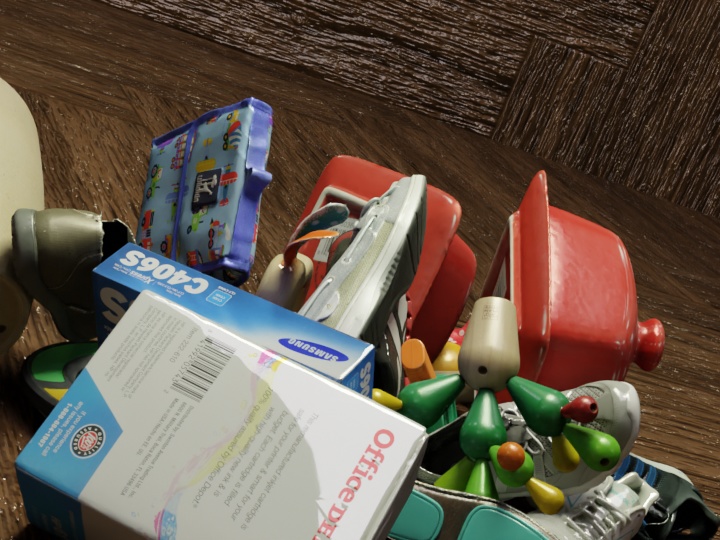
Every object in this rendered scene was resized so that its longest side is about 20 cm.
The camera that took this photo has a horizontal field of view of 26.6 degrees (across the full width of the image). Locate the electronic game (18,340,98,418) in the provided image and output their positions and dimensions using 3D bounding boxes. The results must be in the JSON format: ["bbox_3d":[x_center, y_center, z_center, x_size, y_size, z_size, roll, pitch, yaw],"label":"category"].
[{"bbox_3d":[-0.147,0.094,1.105,0.200,0.042,0.200,14,13,-3],"label":"electronic game"}]

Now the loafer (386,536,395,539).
[{"bbox_3d":[-0.015,0.174,0.976,0.200,0.071,0.073,23,14,1],"label":"loafer"}]

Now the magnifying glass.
[{"bbox_3d":[0.058,0.104,1.221,0.022,0.080,0.200,-6,-26,11],"label":"magnifying glass"}]

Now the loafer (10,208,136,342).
[{"bbox_3d":[-0.192,0.004,1.100,0.070,0.075,0.200,-7,-13,3],"label":"loafer"}]

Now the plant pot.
[{"bbox_3d":[-0.309,-0.026,1.112,0.187,0.187,0.200,13,31,-33],"label":"plant pot"}]

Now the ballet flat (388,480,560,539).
[{"bbox_3d":[0.061,0.179,1.029,0.200,0.068,0.075,22,-10,11],"label":"ballet flat"}]

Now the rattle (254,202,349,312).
[{"bbox_3d":[-0.100,0.004,1.221,0.143,0.200,0.130,35,55,15],"label":"rattle"}]

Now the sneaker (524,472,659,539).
[{"bbox_3d":[0.167,0.192,1.151,0.070,0.080,0.200,50,23,12],"label":"sneaker"}]

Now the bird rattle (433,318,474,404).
[{"bbox_3d":[0.098,0.088,1.442,0.163,0.113,0.200,-2,19,-20],"label":"bird rattle"}]

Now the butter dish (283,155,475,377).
[{"bbox_3d":[0.026,0.023,1.366,0.148,0.200,0.200,26,0,-39],"label":"butter dish"}]

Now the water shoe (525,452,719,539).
[{"bbox_3d":[0.230,0.194,1.291,0.200,0.072,0.079,11,20,-37],"label":"water shoe"}]

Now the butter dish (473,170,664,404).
[{"bbox_3d":[0.179,0.052,1.265,0.148,0.200,0.200,9,48,-6],"label":"butter dish"}]

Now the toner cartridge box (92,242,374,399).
[{"bbox_3d":[-0.087,0.061,1.018,0.200,0.095,0.043,21,41,24],"label":"toner cartridge box"}]

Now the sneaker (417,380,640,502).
[{"bbox_3d":[0.117,0.132,1.143,0.082,0.200,0.075,29,45,-40],"label":"sneaker"}]

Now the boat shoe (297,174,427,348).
[{"bbox_3d":[0.000,0.002,1.158,0.065,0.202,0.074,17,-33,15],"label":"boat shoe"}]

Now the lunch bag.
[{"bbox_3d":[-0.123,-0.058,1.353,0.094,0.151,0.200,15,-17,-24],"label":"lunch bag"}]

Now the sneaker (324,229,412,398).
[{"bbox_3d":[-0.001,0.054,1.203,0.071,0.201,0.098,-11,-21,18],"label":"sneaker"}]

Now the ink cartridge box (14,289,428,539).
[{"bbox_3d":[-0.079,0.123,0.907,0.200,0.085,0.145,25,56,13],"label":"ink cartridge box"}]

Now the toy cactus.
[{"bbox_3d":[0.082,0.095,1.086,0.200,0.165,0.102,-5,-30,24],"label":"toy cactus"}]
